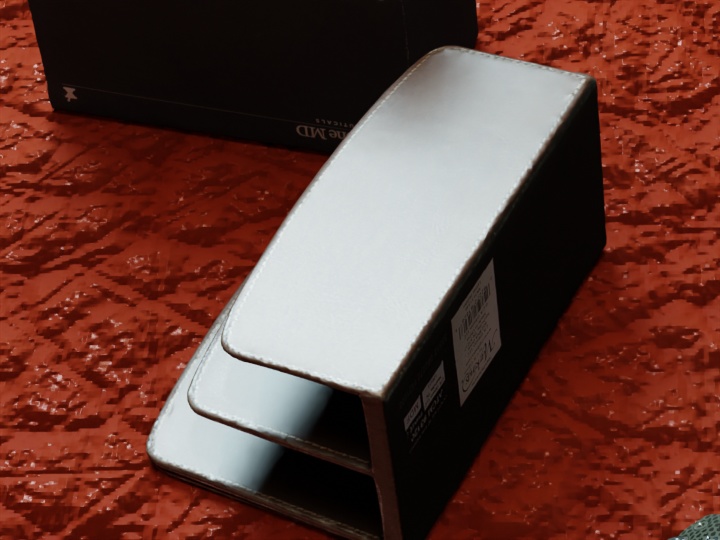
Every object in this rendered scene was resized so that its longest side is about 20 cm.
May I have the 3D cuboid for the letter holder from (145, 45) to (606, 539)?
[{"bbox_3d":[0.000,0.000,1.054,0.141,0.101,0.200,16,50,24],"label":"letter holder"}]

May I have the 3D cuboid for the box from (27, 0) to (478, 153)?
[{"bbox_3d":[-0.056,-0.162,1.160,0.198,0.183,0.104,10,47,16],"label":"box"}]

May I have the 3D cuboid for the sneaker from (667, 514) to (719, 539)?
[{"bbox_3d":[0.089,0.146,0.923,0.198,0.077,0.114,-4,21,25],"label":"sneaker"}]
